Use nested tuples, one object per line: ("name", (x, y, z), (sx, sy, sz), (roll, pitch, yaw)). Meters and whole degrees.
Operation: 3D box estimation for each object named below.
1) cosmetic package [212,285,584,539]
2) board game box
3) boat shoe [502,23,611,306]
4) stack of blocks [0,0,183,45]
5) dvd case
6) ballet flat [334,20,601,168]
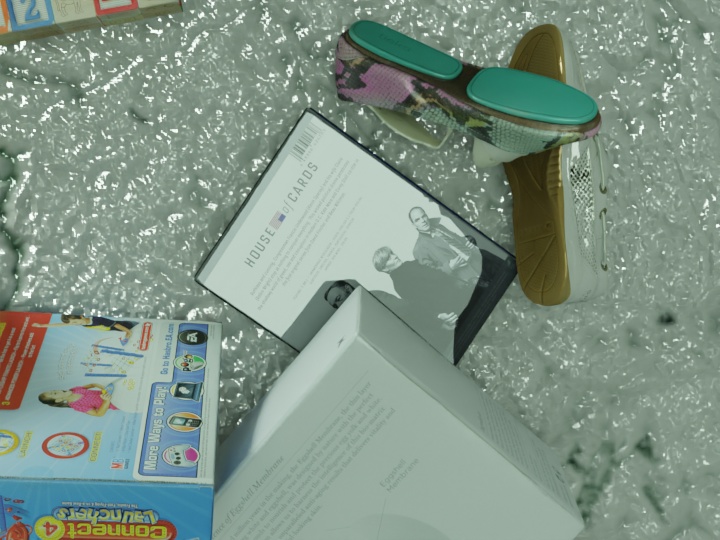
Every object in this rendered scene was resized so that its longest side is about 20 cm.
("cosmetic package", (0.008, 0.158, 0.764), (0.199, 0.123, 0.200), (40, 101, -10))
("board game box", (-0.188, 0.098, 0.709), (0.193, 0.201, 0.057), (3, 115, -7))
("boat shoe", (0.149, -0.076, 0.807), (0.069, 0.070, 0.203), (0, 88, -33))
("stack of blocks", (-0.229, -0.218, 0.745), (0.197, 0.059, 0.117), (-12, 97, -6))
("dvd case", (0.000, 0.000, 0.812), (0.199, 0.025, 0.151), (35, 91, -9))
("ballet flat", (0.070, -0.114, 0.771), (0.198, 0.069, 0.072), (22, 129, 17))
